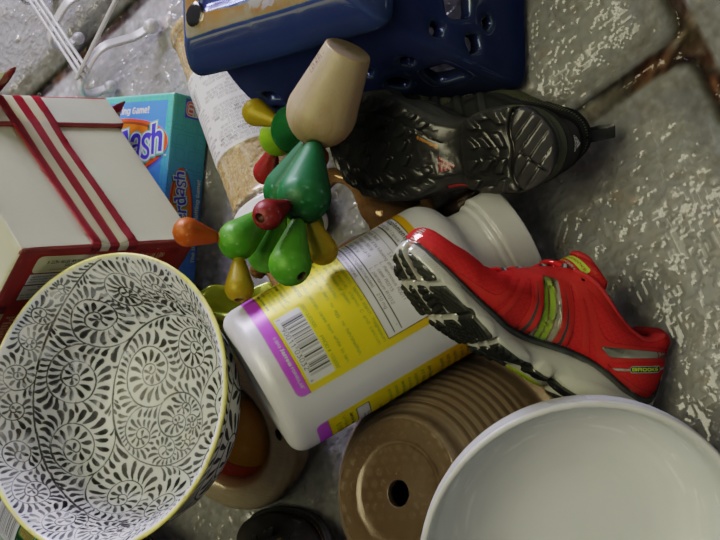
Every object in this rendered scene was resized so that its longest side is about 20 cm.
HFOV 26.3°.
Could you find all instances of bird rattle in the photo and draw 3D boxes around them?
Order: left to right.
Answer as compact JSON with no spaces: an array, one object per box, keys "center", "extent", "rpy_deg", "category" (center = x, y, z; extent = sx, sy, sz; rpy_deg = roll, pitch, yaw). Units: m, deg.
[{"center":[-0.115,0.111,1.163],"extent":[0.163,0.113,0.200],"rpy_deg":[45,116,16],"category":"bird rattle"}]

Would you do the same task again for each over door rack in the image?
[{"center":[-0.222,-0.267,1.300],"extent":[0.148,0.066,0.200],"rpy_deg":[53,137,30],"category":"over door rack"}]

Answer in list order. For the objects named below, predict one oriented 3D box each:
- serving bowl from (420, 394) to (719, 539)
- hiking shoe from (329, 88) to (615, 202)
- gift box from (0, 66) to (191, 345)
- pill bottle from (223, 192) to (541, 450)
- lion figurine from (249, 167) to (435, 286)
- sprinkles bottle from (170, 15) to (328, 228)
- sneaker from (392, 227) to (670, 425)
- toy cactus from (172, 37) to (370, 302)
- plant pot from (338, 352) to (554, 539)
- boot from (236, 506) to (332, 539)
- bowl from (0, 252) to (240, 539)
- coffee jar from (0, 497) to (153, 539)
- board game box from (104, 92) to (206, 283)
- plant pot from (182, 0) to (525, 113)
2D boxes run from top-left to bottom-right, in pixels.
[{"center":[0.134,0.164,0.931],"extent":[0.199,0.066,0.201],"rpy_deg":[0,104,1],"category":"serving bowl"},{"center":[0.069,-0.084,1.037],"extent":[0.200,0.101,0.076],"rpy_deg":[11,105,41],"category":"hiking shoe"},{"center":[-0.248,-0.040,1.177],"extent":[0.187,0.184,0.200],"rpy_deg":[52,121,28],"category":"gift box"},{"center":[0.018,0.026,1.011],"extent":[0.200,0.104,0.104],"rpy_deg":[-30,61,-9],"category":"pill bottle"},{"center":[0.000,0.000,1.094],"extent":[0.122,0.072,0.200],"rpy_deg":[46,111,34],"category":"lion figurine"},{"center":[-0.087,-0.109,1.182],"extent":[0.068,0.068,0.201],"rpy_deg":[-35,64,31],"category":"sprinkles bottle"},{"center":[0.107,0.020,0.949],"extent":[0.085,0.200,0.077],"rpy_deg":[-62,22,-10],"category":"sneaker"},{"center":[-0.047,-0.076,1.002],"extent":[0.102,0.200,0.165],"rpy_deg":[22,116,-6],"category":"toy cactus"},{"center":[0.053,0.146,1.024],"extent":[0.200,0.093,0.202],"rpy_deg":[-6,80,37],"category":"plant pot"},{"center":[-0.096,0.205,1.064],"extent":[0.200,0.174,0.069],"rpy_deg":[24,100,60],"category":"boot"},{"center":[-0.151,0.095,1.059],"extent":[0.200,0.094,0.201],"rpy_deg":[-7,74,26],"category":"bowl"},{"center":[-0.201,0.231,1.185],"extent":[0.200,0.104,0.086],"rpy_deg":[36,106,49],"category":"coffee jar"},{"center":[-0.200,-0.042,1.280],"extent":[0.152,0.045,0.201],"rpy_deg":[0,84,39],"category":"board game box"},{"center":[-0.015,-0.218,1.066],"extent":[0.199,0.180,0.201],"rpy_deg":[-8,79,37],"category":"plant pot"}]
